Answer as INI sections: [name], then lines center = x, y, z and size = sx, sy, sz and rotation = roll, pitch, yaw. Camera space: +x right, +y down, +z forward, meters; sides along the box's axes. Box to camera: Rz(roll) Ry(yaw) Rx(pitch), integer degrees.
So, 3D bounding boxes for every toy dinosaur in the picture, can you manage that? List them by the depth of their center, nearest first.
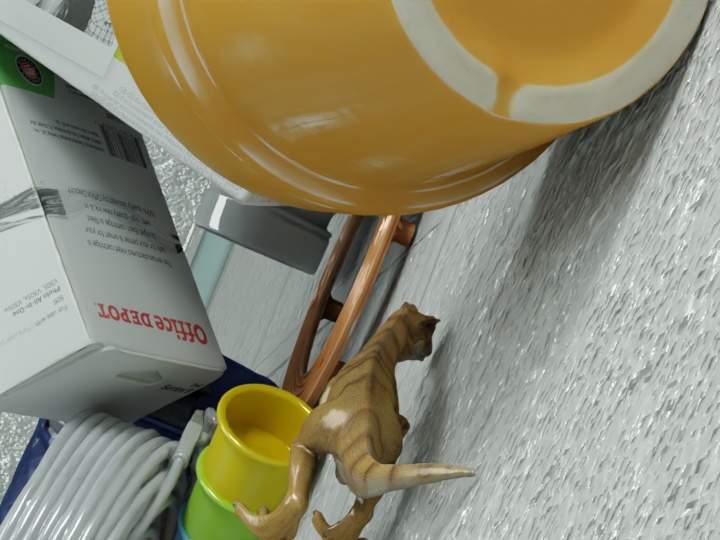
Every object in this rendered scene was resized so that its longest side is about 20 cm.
[toy dinosaur]
center = -0.003, 0.068, 0.952
size = 0.200, 0.060, 0.107
rotation = -85, 21, -68

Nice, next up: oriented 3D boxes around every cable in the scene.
[cable]
center = -0.160, 0.171, 1.277
size = 0.200, 0.069, 0.201
rotation = -52, -13, -54

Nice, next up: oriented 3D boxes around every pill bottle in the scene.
[pill bottle]
center = -0.026, -0.104, 1.477
size = 0.112, 0.112, 0.201
rotation = -172, 104, -83

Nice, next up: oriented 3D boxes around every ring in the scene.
[ring]
center = 0.000, 0.000, 1.324
size = 0.200, 0.019, 0.201
rotation = -157, 90, -82

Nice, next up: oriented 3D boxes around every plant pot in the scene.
[plant pot]
center = 0.027, -0.116, 0.852
size = 0.201, 0.199, 0.183
rotation = -67, 22, -4

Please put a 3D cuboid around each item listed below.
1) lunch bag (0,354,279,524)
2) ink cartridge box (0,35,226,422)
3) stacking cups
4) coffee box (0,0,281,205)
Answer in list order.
[lunch bag]
center = -0.130, 0.106, 1.458
size = 0.200, 0.135, 0.133
rotation = -82, 16, -77
[ink cartridge box]
center = -0.169, -0.022, 1.312
size = 0.084, 0.201, 0.146
rotation = -28, -19, 20
[stacking cups]
center = -0.082, 0.151, 1.283
size = 0.061, 0.060, 0.200
rotation = -77, 12, -55
[coffee box]
center = -0.062, -0.171, 1.299
size = 0.198, 0.200, 0.200
rotation = -57, -11, 9
